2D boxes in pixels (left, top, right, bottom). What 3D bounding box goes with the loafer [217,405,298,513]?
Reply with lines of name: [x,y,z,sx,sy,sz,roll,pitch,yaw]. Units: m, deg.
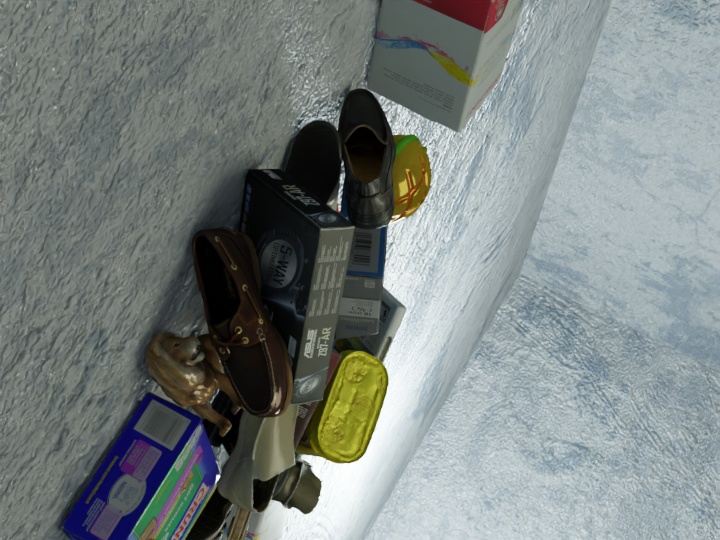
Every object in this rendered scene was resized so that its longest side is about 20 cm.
loafer: [-0.106,0.205,1.288,0.075,0.068,0.202,-23,143,-50]

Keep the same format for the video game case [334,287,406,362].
video game case: [-0.014,0.099,1.626,0.200,0.022,0.185,41,-70,59]

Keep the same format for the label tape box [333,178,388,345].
label tape box: [0.000,0.000,1.417,0.201,0.062,0.146,94,1,-57]

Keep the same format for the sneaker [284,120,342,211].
sneaker: [-0.057,-0.093,1.320,0.108,0.066,0.205,-88,-179,-67]

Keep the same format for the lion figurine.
lion figurine: [-0.171,0.107,1.197,0.073,0.122,0.200,-49,-177,2]

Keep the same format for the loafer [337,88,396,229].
loafer: [0.009,-0.148,1.293,0.073,0.071,0.202,86,-4,-54]

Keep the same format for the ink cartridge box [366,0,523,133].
ink cartridge box: [0.111,-0.310,1.368,0.146,0.143,0.202,-51,161,-41]

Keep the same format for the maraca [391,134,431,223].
maraca: [0.050,-0.128,1.548,0.138,0.106,0.200,-59,168,11]

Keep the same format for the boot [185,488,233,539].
boot: [-0.233,0.376,1.468,0.200,0.072,0.153,-51,163,-71]

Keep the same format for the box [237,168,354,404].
box: [-0.080,0.015,1.158,0.043,0.160,0.203,-5,118,-34]

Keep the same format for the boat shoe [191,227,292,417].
boat shoe: [-0.128,0.054,1.113,0.070,0.203,0.070,-24,168,22]

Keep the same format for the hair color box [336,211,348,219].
hair color box: [-0.093,0.012,1.273,0.061,0.098,0.202,-42,154,-57]

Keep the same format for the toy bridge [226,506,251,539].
toy bridge: [-0.171,0.360,1.520,0.067,0.027,0.203,179,-70,-86]

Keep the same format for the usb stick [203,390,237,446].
usb stick: [-0.153,0.134,1.413,0.202,0.032,0.055,-63,160,-5]

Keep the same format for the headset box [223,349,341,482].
headset box: [-0.104,0.158,1.439,0.202,0.074,0.149,-63,-167,-3]

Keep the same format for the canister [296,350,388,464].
canister: [-0.058,0.190,1.535,0.199,0.086,0.151,-10,-124,59]

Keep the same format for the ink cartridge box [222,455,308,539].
ink cartridge box: [-0.161,0.354,1.666,0.145,0.083,0.202,-39,151,-60]

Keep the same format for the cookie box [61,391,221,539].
cookie box: [-0.237,0.256,1.222,0.172,0.074,0.201,-59,167,-24]

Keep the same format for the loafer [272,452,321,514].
loafer: [-0.083,0.290,1.493,0.076,0.069,0.200,-62,173,-6]
